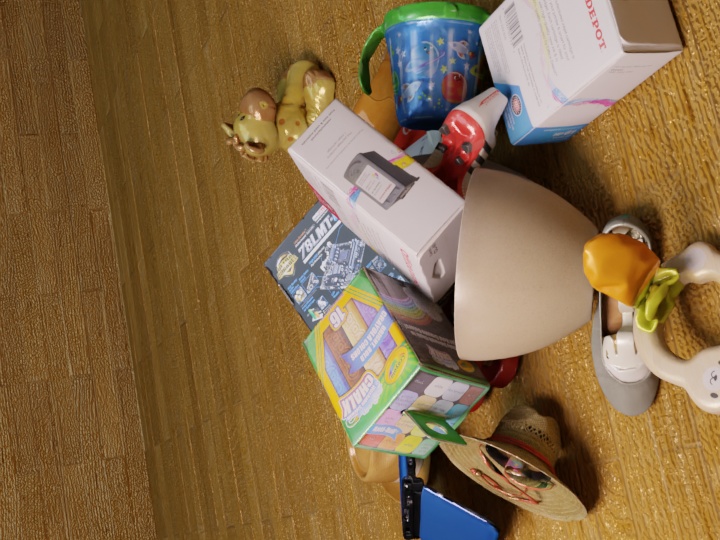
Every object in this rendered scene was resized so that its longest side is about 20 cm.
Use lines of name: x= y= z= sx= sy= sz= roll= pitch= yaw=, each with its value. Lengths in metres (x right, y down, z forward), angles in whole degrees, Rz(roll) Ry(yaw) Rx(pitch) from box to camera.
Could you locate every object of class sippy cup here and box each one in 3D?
sippy cup: x=0.092 y=-0.238 z=1.192 sx=0.177 sy=0.137 sz=0.133 roll=-1 pitch=87 yaw=57

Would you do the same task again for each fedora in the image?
fedora: x=0.032 y=0.254 z=1.475 sx=0.200 sy=0.080 sz=0.205 roll=19 pitch=112 yaw=60

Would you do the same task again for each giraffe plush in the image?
giraffe plush: x=-0.142 y=-0.245 z=1.643 sx=0.172 sy=0.159 sz=0.204 roll=-10 pitch=85 yaw=63

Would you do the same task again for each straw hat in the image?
straw hat: x=0.188 y=0.203 z=1.142 sx=0.086 sy=0.200 sz=0.200 roll=-58 pitch=19 yaw=-20

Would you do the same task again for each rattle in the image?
rattle: x=0.292 y=0.060 z=0.855 sx=0.129 sy=0.143 sz=0.203 roll=-27 pitch=54 yaw=17

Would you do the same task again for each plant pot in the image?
plant pot: x=0.179 y=0.000 z=1.040 sx=0.200 sy=0.132 sz=0.205 roll=6 pitch=-90 yaw=-76

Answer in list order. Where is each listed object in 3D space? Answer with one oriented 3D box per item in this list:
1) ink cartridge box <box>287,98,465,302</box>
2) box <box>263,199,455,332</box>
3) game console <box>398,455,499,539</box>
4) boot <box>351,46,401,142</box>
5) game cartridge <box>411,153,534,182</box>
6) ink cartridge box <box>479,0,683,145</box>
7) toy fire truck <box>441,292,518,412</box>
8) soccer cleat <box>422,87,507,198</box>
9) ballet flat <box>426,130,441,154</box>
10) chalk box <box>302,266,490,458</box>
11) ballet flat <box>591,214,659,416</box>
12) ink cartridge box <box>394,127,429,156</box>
ink cartridge box: x=0.029 y=-0.076 z=1.099 sx=0.199 sy=0.086 sz=0.148 roll=40 pitch=172 yaw=23
box: x=0.000 y=0.000 z=1.237 sx=0.200 sy=0.049 sz=0.199 roll=-47 pitch=69 yaw=23
game console: x=0.109 y=0.284 z=1.288 sx=0.201 sy=0.116 sz=0.173 roll=87 pitch=-179 yaw=-57
boot: x=0.044 y=-0.227 z=1.329 sx=0.144 sy=0.070 sz=0.205 roll=-158 pitch=86 yaw=-73
game cartridge: x=0.134 y=-0.065 z=1.186 sx=0.198 sy=0.040 sz=0.136 roll=21 pitch=112 yaw=34
ink cartridge box: x=0.219 y=-0.238 z=1.015 sx=0.200 sy=0.083 sz=0.147 roll=-40 pitch=60 yaw=60
toy fire truck: x=0.119 y=0.074 z=1.264 sx=0.200 sy=0.110 sz=0.171 roll=129 pitch=148 yaw=-53
soccer cleat: x=0.113 y=-0.128 z=1.110 sx=0.069 sy=0.085 sz=0.201 roll=42 pitch=156 yaw=12
ballet flat: x=0.121 y=-0.121 z=1.250 sx=0.069 sy=0.068 sz=0.204 roll=-23 pitch=71 yaw=62
chalk box: x=0.046 y=0.119 z=1.083 sx=0.124 sy=0.123 sz=0.201 roll=-49 pitch=45 yaw=22
ballet flat: x=0.261 y=0.047 z=0.989 sx=0.064 sy=0.066 sz=0.205 roll=-7 pitch=-85 yaw=-73
ink cartridge box: x=0.066 y=-0.155 z=1.373 sx=0.160 sy=0.046 sz=0.204 roll=-29 pitch=70 yaw=61
